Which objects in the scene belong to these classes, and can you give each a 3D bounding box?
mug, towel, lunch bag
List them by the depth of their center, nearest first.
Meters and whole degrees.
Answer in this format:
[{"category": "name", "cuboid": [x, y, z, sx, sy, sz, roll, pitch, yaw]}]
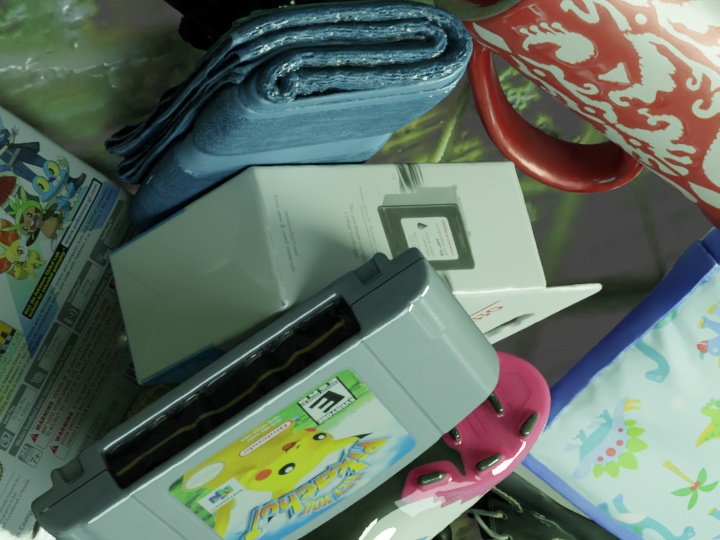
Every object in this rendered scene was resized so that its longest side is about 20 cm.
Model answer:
[{"category": "towel", "cuboid": [-0.033, -0.070, 1.285, 0.111, 0.049, 0.200, -8, 167, -23]}, {"category": "mug", "cuboid": [0.123, -0.099, 1.343, 0.200, 0.134, 0.178, 30, 110, -35]}, {"category": "lunch bag", "cuboid": [0.186, 0.060, 1.505, 0.170, 0.128, 0.200, -46, 141, 17]}]

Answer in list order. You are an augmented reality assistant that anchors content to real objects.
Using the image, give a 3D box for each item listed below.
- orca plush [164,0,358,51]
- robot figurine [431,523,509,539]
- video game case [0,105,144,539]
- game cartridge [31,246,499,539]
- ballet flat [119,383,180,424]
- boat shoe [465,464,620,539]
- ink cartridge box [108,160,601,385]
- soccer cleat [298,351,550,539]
[{"category": "orca plush", "cuboid": [-0.046, -0.135, 1.274, 0.105, 0.071, 0.200, -36, 133, 8]}, {"category": "robot figurine", "cuboid": [0.070, 0.212, 1.541, 0.200, 0.150, 0.125, 80, 34, -71]}, {"category": "video game case", "cuboid": [-0.167, 0.042, 1.341, 0.182, 0.022, 0.200, 35, 79, -40]}, {"category": "game cartridge", "cuboid": [-0.035, 0.074, 1.303, 0.200, 0.041, 0.133, -34, 155, 4]}, {"category": "ballet flat", "cuboid": [-0.095, 0.142, 1.382, 0.067, 0.046, 0.200, 13, 96, -31]}, {"category": "boat shoe", "cuboid": [0.085, 0.119, 1.548, 0.068, 0.072, 0.200, -41, 135, 12]}, {"category": "ink cartridge box", "cuboid": [0.000, 0.000, 1.364, 0.200, 0.067, 0.116, -3, 162, -42]}, {"category": "soccer cleat", "cuboid": [0.005, 0.111, 1.438, 0.200, 0.070, 0.086, -36, 167, -18]}]
